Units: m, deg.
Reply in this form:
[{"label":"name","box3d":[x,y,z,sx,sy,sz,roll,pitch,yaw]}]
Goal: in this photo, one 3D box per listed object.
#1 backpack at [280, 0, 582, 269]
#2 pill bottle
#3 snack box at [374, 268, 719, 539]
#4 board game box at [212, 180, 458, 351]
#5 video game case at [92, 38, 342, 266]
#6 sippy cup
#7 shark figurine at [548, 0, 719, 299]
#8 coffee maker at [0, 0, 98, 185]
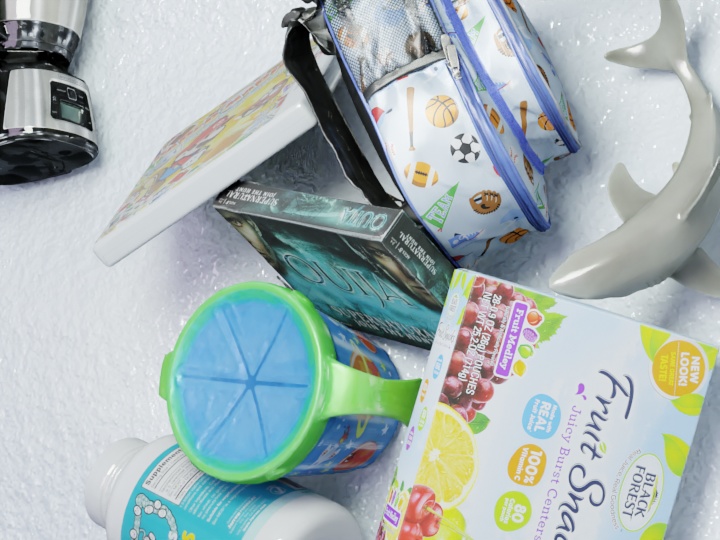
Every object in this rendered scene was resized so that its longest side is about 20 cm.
[{"label":"backpack","box3d":[0.063,-0.101,1.574,0.153,0.200,0.191,-22,71,16]},{"label":"pill bottle","box3d":[-0.102,0.183,1.667,0.199,0.111,0.111,21,93,38]},{"label":"snack box","box3d":[0.114,0.118,1.491,0.068,0.168,0.201,-157,84,-79]},{"label":"board game box","box3d":[0.000,0.000,1.587,0.200,0.135,0.028,12,61,53]},{"label":"video game case","box3d":[-0.090,-0.097,1.695,0.200,0.182,0.023,-34,105,26]},{"label":"sippy cup","box3d":[-0.043,0.084,1.631,0.178,0.130,0.140,46,106,33]},{"label":"shark figurine","box3d":[0.208,-0.071,1.503,0.128,0.090,0.215,17,67,-2]},{"label":"coffee maker","box3d":[-0.286,-0.172,1.882,0.192,0.134,0.201,-20,66,56]}]
